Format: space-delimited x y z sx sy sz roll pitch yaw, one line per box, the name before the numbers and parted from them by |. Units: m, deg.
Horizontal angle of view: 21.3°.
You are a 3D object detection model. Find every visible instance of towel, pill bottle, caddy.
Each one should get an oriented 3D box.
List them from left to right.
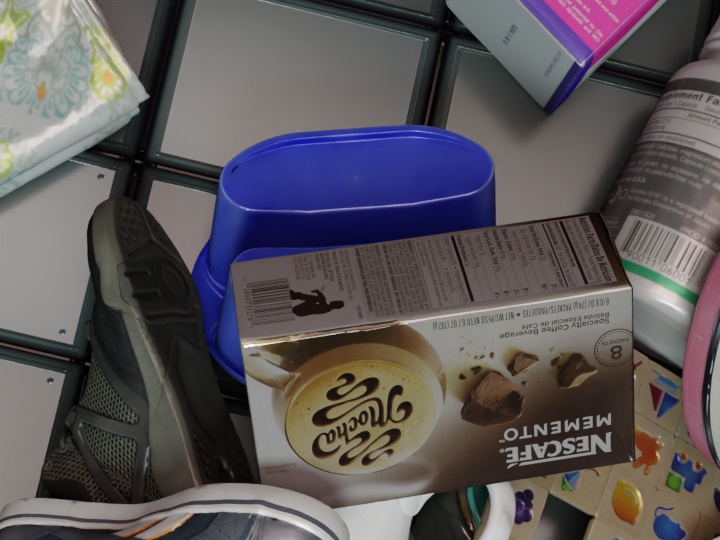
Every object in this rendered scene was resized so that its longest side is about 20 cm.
towel | -0.247 -0.123 1.125 0.199 0.048 0.172 -31 83 -10
caddy | 0.000 0.000 1.100 0.198 0.105 0.142 -4 55 -7
pill bottle | 0.212 -0.051 1.125 0.113 0.113 0.201 30 78 0

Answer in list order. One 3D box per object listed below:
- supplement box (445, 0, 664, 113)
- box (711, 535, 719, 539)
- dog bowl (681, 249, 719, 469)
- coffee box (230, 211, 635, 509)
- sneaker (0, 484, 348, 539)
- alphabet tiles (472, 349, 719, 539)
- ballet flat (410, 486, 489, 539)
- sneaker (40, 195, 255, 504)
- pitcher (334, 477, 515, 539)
supplement box | 0.159 -0.208 1.155 0.200 0.101 0.103 -43 85 -12
box | 0.301 0.180 1.077 0.199 0.037 0.145 -22 51 -21
dog bowl | 0.253 0.040 1.064 0.073 0.200 0.201 20 74 39
coffee box | 0.039 0.048 0.992 0.198 0.080 0.114 -8 122 -4
sneaker | -0.103 0.161 0.967 0.198 0.079 0.080 -7 45 23
alphabet tiles | 0.164 0.141 1.099 0.199 0.008 0.168 30 69 -20
ballet flat | 0.083 0.214 1.089 0.068 0.068 0.201 -32 69 31
sneaker | -0.136 0.064 1.061 0.114 0.076 0.201 -23 78 27
pitcher | -0.008 0.184 1.036 0.121 0.171 0.202 34 70 -41
